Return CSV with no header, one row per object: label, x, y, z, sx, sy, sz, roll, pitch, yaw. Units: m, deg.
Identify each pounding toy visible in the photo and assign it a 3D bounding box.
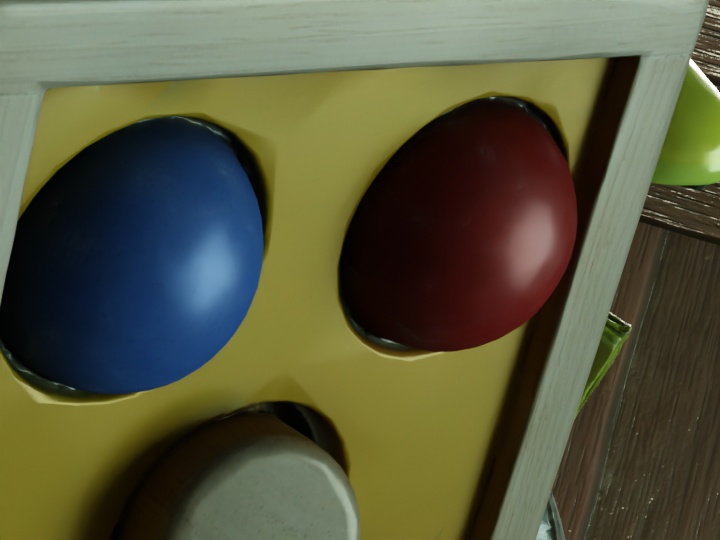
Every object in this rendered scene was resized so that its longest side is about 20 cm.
pounding toy,-0.025,0.027,0.489,0.184,0.142,0.200,-7,122,-39

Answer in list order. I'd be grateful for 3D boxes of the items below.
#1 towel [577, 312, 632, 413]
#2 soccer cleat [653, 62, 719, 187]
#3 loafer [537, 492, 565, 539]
towel,0.012,-0.020,0.991,0.018,0.200,0.086,-46,170,-26
soccer cleat,0.060,-0.091,0.840,0.200,0.065,0.084,51,-49,52
loafer,-0.028,0.088,0.680,0.200,0.063,0.072,-19,165,-31
